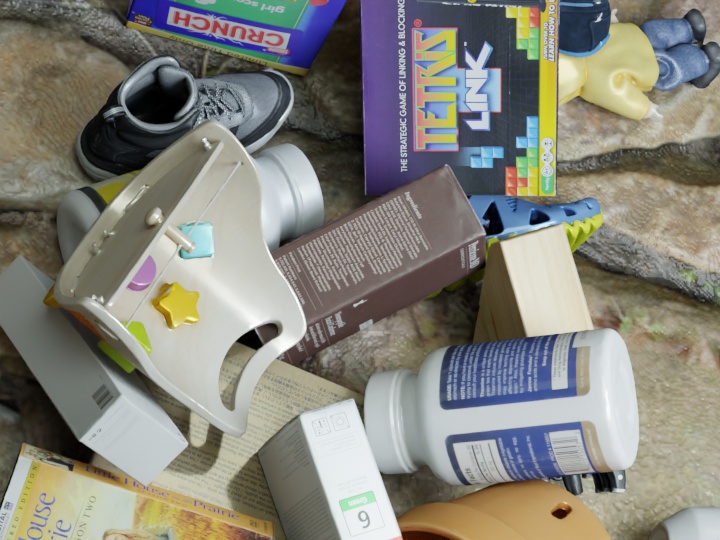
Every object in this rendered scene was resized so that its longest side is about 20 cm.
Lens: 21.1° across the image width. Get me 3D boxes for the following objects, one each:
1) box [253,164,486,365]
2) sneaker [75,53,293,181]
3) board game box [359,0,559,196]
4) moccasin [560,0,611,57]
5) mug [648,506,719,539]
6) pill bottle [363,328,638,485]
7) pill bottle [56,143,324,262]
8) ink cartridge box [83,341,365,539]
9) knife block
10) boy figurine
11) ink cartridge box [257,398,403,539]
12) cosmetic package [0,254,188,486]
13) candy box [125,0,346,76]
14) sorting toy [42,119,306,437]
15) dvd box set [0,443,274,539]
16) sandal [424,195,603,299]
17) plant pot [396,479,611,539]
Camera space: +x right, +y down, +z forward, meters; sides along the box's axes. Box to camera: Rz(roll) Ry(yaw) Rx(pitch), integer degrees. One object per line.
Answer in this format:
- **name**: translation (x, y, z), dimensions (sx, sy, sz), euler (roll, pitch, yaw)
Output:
- **box**: translation (0.000, 0.000, 1.565), dimensions (0.200, 0.100, 0.075), euler (-28, 74, -4)
- **sneaker**: translation (-0.134, -0.135, 1.600), dimensions (0.200, 0.114, 0.076), euler (-20, 77, -25)
- **board game box**: translation (0.084, -0.163, 1.619), dimensions (0.165, 0.057, 0.200), euler (-1, 110, 4)
- **moccasin**: translation (0.136, -0.259, 1.737), dimensions (0.200, 0.068, 0.080), euler (18, 44, 12)
- **mug**: translation (0.314, 0.275, 1.581), dimensions (0.153, 0.149, 0.187), euler (10, 60, -7)
- **pill bottle**: translation (0.110, 0.110, 1.510), dimensions (0.200, 0.111, 0.111), euler (-7, 67, 18)
- **pill bottle**: translation (-0.135, -0.037, 1.562), dimensions (0.200, 0.112, 0.112), euler (-20, 77, -25)
- **ink cartridge box**: translation (-0.108, 0.145, 1.521), dimensions (0.200, 0.075, 0.165), euler (24, 65, -10)
- **knife block**: translation (0.165, 0.087, 1.587), dimensions (0.064, 0.200, 0.176), euler (-17, 46, -25)
- **boy figurine**: translation (0.235, -0.184, 1.773), dimensions (0.200, 0.064, 0.124), euler (-15, 65, -22)
- **ink cartridge box**: translation (-0.009, 0.206, 1.430), dimensions (0.050, 0.109, 0.200), euler (-15, 77, -24)
- **cosmetic package**: translation (-0.210, 0.074, 1.449), dimensions (0.051, 0.083, 0.200), euler (-47, 44, 2)
- **candy box**: translation (-0.097, -0.256, 1.612), dimensions (0.169, 0.200, 0.077), euler (13, 67, -11)
- **sorting toy**: translation (-0.123, 0.026, 1.440), dimensions (0.180, 0.107, 0.200), euler (47, 50, -20)
- **dvd box set**: translation (-0.181, 0.227, 1.441), dimensions (0.200, 0.029, 0.146), euler (20, 102, -9)
- **sandal**: translation (0.119, -0.041, 1.674), dimensions (0.200, 0.079, 0.087), euler (-12, 70, -24)
- **plant pot**: translation (0.110, 0.253, 1.501), dimensions (0.140, 0.200, 0.200), euler (-32, 82, -44)
